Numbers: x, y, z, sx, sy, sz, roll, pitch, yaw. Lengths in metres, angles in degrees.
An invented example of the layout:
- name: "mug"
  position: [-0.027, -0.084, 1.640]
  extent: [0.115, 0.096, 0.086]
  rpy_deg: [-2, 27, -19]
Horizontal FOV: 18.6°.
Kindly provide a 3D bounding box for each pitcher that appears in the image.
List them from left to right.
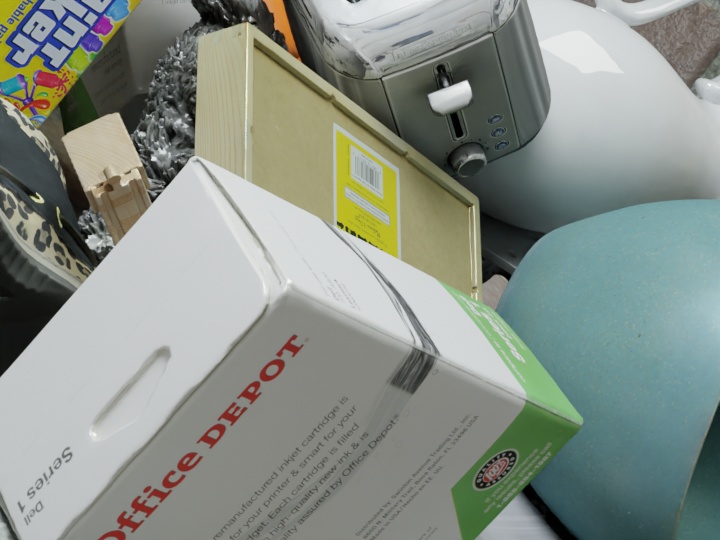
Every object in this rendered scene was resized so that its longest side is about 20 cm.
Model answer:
- name: "pitcher"
  position: [0.137, -0.098, 1.181]
  extent: [0.199, 0.173, 0.121]
  rpy_deg: [15, 8, -37]

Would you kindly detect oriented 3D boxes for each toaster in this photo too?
- name: "toaster"
  position: [0.015, -0.147, 1.053]
  extent: [0.129, 0.113, 0.201]
  rpy_deg: [70, 0, -66]

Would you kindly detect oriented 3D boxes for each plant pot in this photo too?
- name: "plant pot"
  position: [0.139, 0.047, 1.081]
  extent: [0.134, 0.201, 0.200]
  rpy_deg: [24, 6, 23]

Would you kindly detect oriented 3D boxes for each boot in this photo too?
- name: "boot"
  position: [-0.176, -0.035, 0.897]
  extent: [0.204, 0.073, 0.154]
  rpy_deg: [44, 10, -37]

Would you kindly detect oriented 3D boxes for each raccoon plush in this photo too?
- name: "raccoon plush"
  position: [-0.091, -0.070, 1.031]
  extent: [0.097, 0.133, 0.201]
  rpy_deg: [31, 45, -58]

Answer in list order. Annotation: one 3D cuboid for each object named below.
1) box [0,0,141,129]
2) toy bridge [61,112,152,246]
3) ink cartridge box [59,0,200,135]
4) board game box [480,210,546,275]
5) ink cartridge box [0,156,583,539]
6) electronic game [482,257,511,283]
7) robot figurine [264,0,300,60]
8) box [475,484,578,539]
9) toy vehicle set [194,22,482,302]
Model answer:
- name: "box"
  position: [-0.201, -0.168, 0.979]
  extent: [0.192, 0.200, 0.122]
  rpy_deg: [32, 16, -32]
- name: "toy bridge"
  position: [-0.080, 0.017, 0.922]
  extent: [0.200, 0.027, 0.067]
  rpy_deg: [74, -10, -56]
- name: "ink cartridge box"
  position: [-0.124, -0.176, 1.131]
  extent: [0.067, 0.117, 0.202]
  rpy_deg: [-8, 83, -26]
- name: "board game box"
  position: [0.053, -0.059, 1.238]
  extent: [0.199, 0.026, 0.200]
  rpy_deg: [32, 26, -7]
- name: "ink cartridge box"
  position: [-0.031, 0.060, 0.856]
  extent: [0.200, 0.146, 0.084]
  rpy_deg: [28, 20, -48]
- name: "electronic game"
  position: [0.059, -0.027, 1.371]
  extent: [0.200, 0.201, 0.042]
  rpy_deg: [37, -27, -18]
- name: "robot figurine"
  position: [-0.097, -0.139, 1.298]
  extent: [0.116, 0.144, 0.200]
  rpy_deg: [36, -14, -15]
- name: "box"
  position: [0.040, 0.122, 1.052]
  extent: [0.117, 0.060, 0.200]
  rpy_deg: [48, 14, 24]
- name: "toy vehicle set"
  position: [-0.005, -0.010, 0.969]
  extent: [0.200, 0.026, 0.125]
  rpy_deg: [34, 49, -50]
